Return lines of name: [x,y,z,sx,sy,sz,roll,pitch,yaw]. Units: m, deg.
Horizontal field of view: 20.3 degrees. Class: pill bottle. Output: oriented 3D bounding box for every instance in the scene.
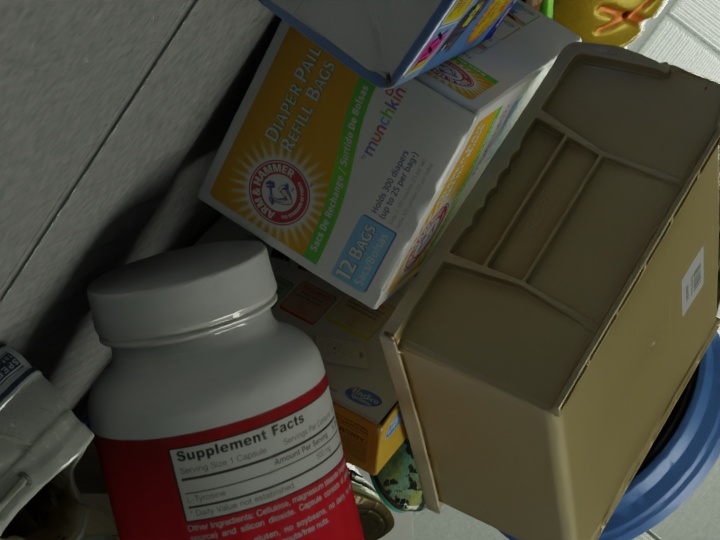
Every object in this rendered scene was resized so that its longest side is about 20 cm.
pill bottle: [-0.062,0.093,0.927,0.112,0.201,0.112,-12,-169,2]

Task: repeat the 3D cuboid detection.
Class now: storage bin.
storage bin: [0.110,0.019,1.019,0.199,0.093,0.200,-57,156,-22]

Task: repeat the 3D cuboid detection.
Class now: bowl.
bowl: [0.151,0.091,1.321,0.200,0.039,0.201,-27,-140,25]

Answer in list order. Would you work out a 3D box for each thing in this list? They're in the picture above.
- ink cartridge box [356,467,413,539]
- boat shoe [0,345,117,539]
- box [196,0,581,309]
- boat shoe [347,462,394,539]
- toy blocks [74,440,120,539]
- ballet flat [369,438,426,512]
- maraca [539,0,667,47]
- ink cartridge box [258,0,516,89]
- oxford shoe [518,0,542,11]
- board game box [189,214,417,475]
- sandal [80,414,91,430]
ink cartridge box: [-0.073,0.168,1.343,0.200,0.145,0.085,-19,107,-60]
boat shoe: [-0.153,0.113,0.916,0.075,0.086,0.202,-47,172,-37]
box: [0.019,-0.076,0.980,0.113,0.101,0.200,-62,171,23]
boat shoe: [-0.036,0.121,1.195,0.071,0.066,0.201,-24,155,14]
toy blocks: [-0.130,0.161,1.037,0.136,0.201,0.100,-4,-151,36]
ballet flat: [0.046,0.073,1.265,0.074,0.074,0.200,-55,-166,29]
maraca: [0.135,-0.208,1.153,0.137,0.106,0.201,-49,152,-48]
ink cartridge box: [0.049,-0.165,0.874,0.137,0.076,0.200,-54,175,23]
oxford shoe: [0.080,-0.175,1.081,0.071,0.071,0.200,-55,174,-19]
board game box: [0.000,0.000,1.075,0.200,0.153,0.040,-47,154,-36]
sandal: [-0.134,0.106,1.109,0.087,0.079,0.201,11,111,-37]
